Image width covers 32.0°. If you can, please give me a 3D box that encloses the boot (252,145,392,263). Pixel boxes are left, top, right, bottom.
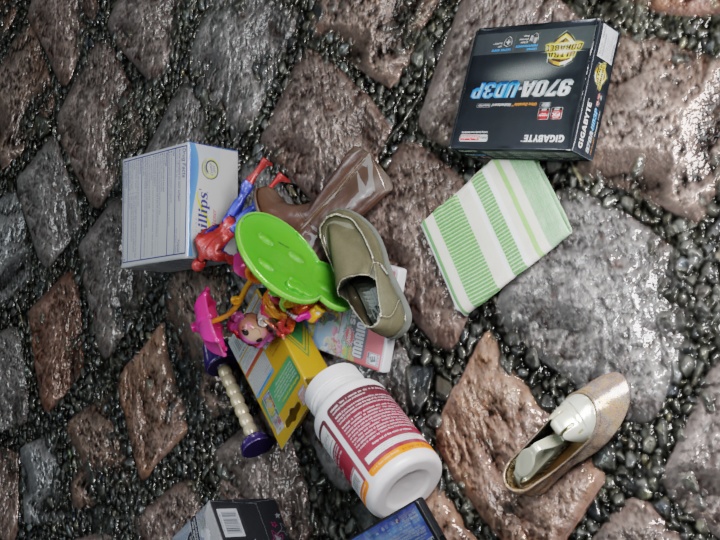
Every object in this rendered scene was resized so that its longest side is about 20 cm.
[{"bbox_3d":[-0.053,-0.117,1.784,0.200,0.064,0.187,-52,59,26],"label":"boot"}]

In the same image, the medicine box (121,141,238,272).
[{"bbox_3d":[-0.294,-0.098,2.031,0.199,0.102,0.184,-6,81,47],"label":"medicine box"}]

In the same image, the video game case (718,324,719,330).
[{"bbox_3d":[0.464,0.087,1.220,0.182,0.023,0.201,-45,54,35],"label":"video game case"}]

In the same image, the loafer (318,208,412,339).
[{"bbox_3d":[0.000,0.000,1.677,0.075,0.069,0.201,-42,66,25],"label":"loafer"}]

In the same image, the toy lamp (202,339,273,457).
[{"bbox_3d":[-0.191,0.187,1.920,0.058,0.058,0.201,-50,54,32],"label":"toy lamp"}]

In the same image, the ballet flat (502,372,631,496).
[{"bbox_3d":[0.231,0.193,1.435,0.201,0.067,0.068,-55,50,28],"label":"ballet flat"}]

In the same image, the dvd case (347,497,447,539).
[{"bbox_3d":[0.078,0.398,1.570,0.142,0.017,0.201,-37,79,37],"label":"dvd case"}]

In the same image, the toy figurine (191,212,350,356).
[{"bbox_3d":[-0.141,0.047,1.728,0.184,0.199,0.151,-44,32,29],"label":"toy figurine"}]

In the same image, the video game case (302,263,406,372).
[{"bbox_3d":[-0.018,0.051,1.768,0.199,0.017,0.144,15,97,48],"label":"video game case"}]

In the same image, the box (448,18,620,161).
[{"bbox_3d":[0.207,-0.214,1.510,0.199,0.046,0.161,8,82,48],"label":"box"}]

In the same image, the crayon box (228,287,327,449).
[{"bbox_3d":[-0.113,0.140,1.823,0.201,0.051,0.126,60,136,31],"label":"crayon box"}]

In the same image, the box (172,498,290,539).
[{"bbox_3d":[-0.170,0.444,1.807,0.115,0.131,0.201,-47,53,32],"label":"box"}]

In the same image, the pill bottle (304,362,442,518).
[{"bbox_3d":[0.011,0.216,1.646,0.200,0.112,0.114,50,121,38],"label":"pill bottle"}]

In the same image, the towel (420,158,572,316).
[{"bbox_3d":[0.166,-0.054,1.572,0.200,0.023,0.154,-42,57,36],"label":"towel"}]

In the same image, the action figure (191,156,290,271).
[{"bbox_3d":[-0.182,-0.072,1.929,0.065,0.099,0.200,43,94,21],"label":"action figure"}]
